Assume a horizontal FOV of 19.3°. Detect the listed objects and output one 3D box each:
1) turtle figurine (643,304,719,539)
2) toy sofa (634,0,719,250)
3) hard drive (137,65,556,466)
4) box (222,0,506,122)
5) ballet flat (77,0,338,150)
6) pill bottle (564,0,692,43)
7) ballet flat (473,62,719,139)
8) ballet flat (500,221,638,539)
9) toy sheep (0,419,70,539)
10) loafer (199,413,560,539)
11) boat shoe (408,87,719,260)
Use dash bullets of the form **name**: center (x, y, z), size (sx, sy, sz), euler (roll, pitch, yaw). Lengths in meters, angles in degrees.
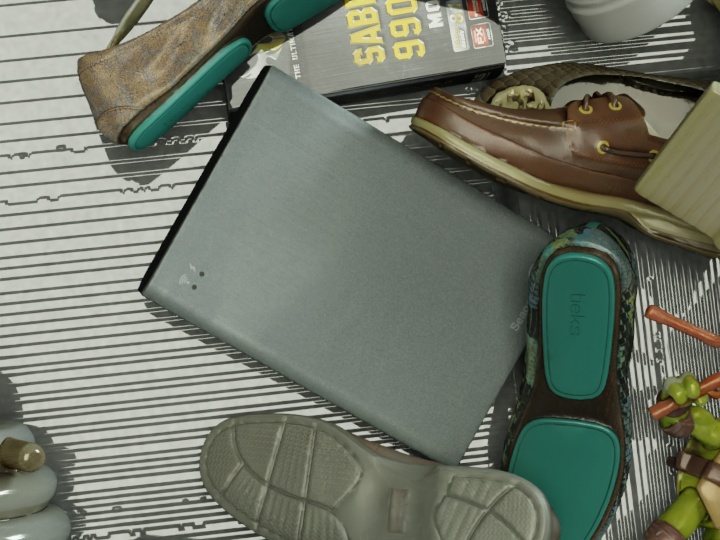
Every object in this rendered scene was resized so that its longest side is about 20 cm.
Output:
- **turtle figurine**: center (0.188, 0.117, 1.146), size (0.200, 0.064, 0.162), euler (36, 77, -31)
- **toy sofa**: center (0.222, -0.098, 1.105), size (0.097, 0.083, 0.200), euler (31, 44, -3)
- **hard drive**: center (0.000, 0.000, 1.145), size (0.199, 0.033, 0.140), euler (30, 89, -13)
- **box**: center (-0.014, -0.195, 1.179), size (0.157, 0.048, 0.202), euler (-9, 85, -5)
- **ballet flat**: center (-0.067, -0.147, 1.117), size (0.200, 0.068, 0.067), euler (-37, 80, -7)
- **pill bottle**: center (0.108, -0.225, 1.133), size (0.111, 0.111, 0.200), euler (-39, 116, -6)
- **ballet flat**: center (0.160, -0.082, 1.181), size (0.198, 0.046, 0.068), euler (5, 84, -4)
- **ballet flat**: center (0.118, 0.066, 1.148), size (0.074, 0.074, 0.201), euler (7, 115, -3)
- **toy sheep**: center (-0.211, 0.143, 1.094), size (0.137, 0.138, 0.202), euler (1, 91, -4)
- **loafer**: center (0.011, 0.126, 1.141), size (0.199, 0.063, 0.072), euler (11, 82, 19)
- **boat shoe**: center (0.124, -0.065, 1.133), size (0.199, 0.072, 0.068), euler (18, 96, -11)
